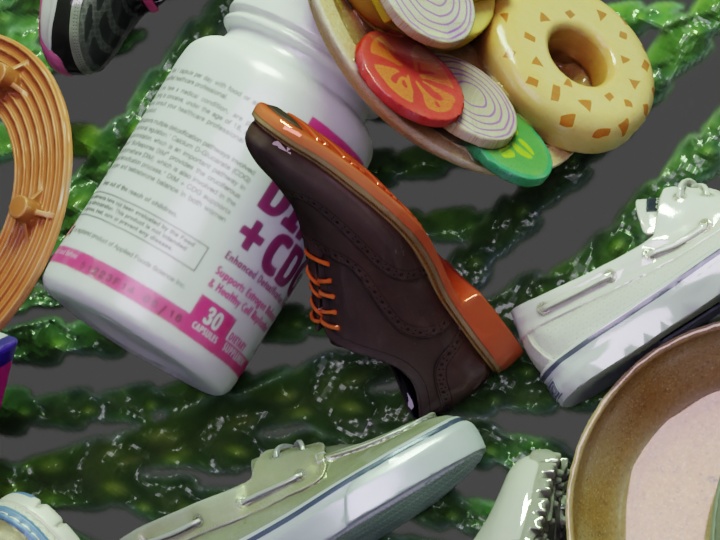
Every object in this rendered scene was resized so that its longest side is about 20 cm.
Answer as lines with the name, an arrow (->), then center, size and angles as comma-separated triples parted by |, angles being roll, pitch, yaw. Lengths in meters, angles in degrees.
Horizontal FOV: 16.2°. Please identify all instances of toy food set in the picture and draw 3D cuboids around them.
toy food set -> 0.051, -0.133, 1.271 | 0.049, 0.198, 0.200 | -35, 81, 42

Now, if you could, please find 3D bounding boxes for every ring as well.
ring -> -0.233, -0.035, 1.317 | 0.200, 0.019, 0.201 | -14, 65, 31

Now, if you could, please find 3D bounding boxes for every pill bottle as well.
pill bottle -> -0.064, -0.048, 1.288 | 0.113, 0.113, 0.200 | 29, 81, 15

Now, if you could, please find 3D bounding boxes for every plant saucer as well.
plant saucer -> 0.200, 0.123, 1.237 | 0.200, 0.035, 0.200 | -1, 73, 5

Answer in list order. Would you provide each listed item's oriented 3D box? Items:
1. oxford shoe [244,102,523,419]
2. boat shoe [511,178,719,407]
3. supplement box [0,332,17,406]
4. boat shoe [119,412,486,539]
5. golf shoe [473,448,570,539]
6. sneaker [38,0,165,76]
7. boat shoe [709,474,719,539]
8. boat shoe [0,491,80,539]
oxford shoe -> 0.000, 0.000, 1.237 | 0.073, 0.200, 0.071 | -43, 29, -1
boat shoe -> 0.166, -0.013, 1.270 | 0.200, 0.071, 0.070 | -34, 75, 5
supplement box -> -0.253, 0.120, 1.238 | 0.103, 0.101, 0.200 | 18, 104, 14
boat shoe -> -0.035, 0.118, 1.260 | 0.200, 0.072, 0.062 | -29, 75, 3
golf shoe -> 0.039, 0.172, 1.234 | 0.097, 0.078, 0.200 | 18, 76, 19
sneaker -> -0.092, -0.180, 1.350 | 0.087, 0.074, 0.200 | 31, 76, 21
boat shoe -> 0.222, 0.066, 1.197 | 0.061, 0.072, 0.201 | 21, 83, -21
boat shoe -> -0.133, 0.203, 1.233 | 0.200, 0.072, 0.072 | 45, 50, 12
